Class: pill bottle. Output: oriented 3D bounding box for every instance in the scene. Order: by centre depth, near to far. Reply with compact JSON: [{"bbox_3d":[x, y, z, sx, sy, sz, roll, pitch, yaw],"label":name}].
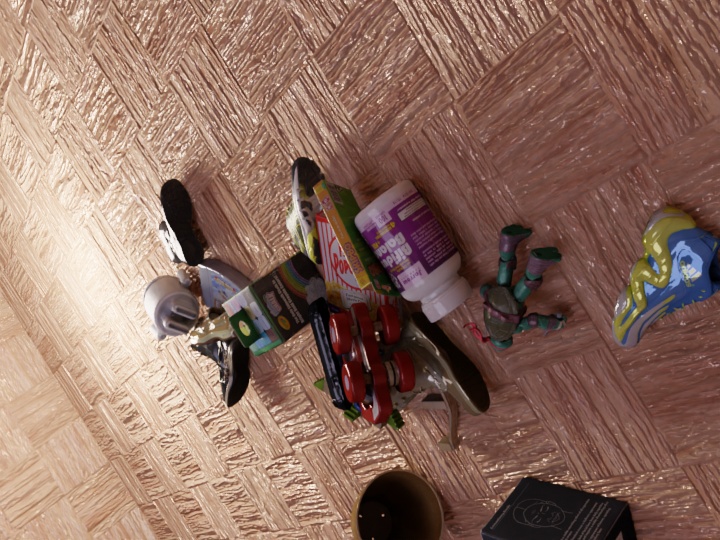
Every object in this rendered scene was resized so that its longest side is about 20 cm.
[{"bbox_3d":[0.086,-0.027,1.156,0.202,0.111,0.112,55,142,1],"label":"pill bottle"}]

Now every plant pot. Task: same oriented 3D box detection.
[{"bbox_3d":[0.050,0.516,1.542,0.188,0.185,0.200,51,154,5],"label":"plant pot"}]

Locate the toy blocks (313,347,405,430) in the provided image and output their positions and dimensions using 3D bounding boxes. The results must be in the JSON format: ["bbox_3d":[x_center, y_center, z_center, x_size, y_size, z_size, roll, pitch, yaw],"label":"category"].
[{"bbox_3d":[0.005,0.199,1.432,0.197,0.099,0.140,27,122,31],"label":"toy blocks"}]

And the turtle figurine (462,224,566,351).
[{"bbox_3d":[0.222,0.047,1.080,0.148,0.100,0.204,29,129,30],"label":"turtle figurine"}]

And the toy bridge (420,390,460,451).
[{"bbox_3d":[0.140,0.237,1.351,0.066,0.027,0.204,-12,106,49],"label":"toy bridge"}]

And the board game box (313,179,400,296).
[{"bbox_3d":[-0.004,-0.045,1.177,0.030,0.095,0.203,-35,70,21],"label":"board game box"}]

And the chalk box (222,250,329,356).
[{"bbox_3d":[-0.169,0.073,1.428,0.123,0.199,0.127,-28,96,51],"label":"chalk box"}]

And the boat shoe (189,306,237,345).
[{"bbox_3d":[-0.324,0.119,1.689,0.197,0.071,0.078,-15,94,41],"label":"boat shoe"}]

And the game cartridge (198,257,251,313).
[{"bbox_3d":[-0.288,0.057,1.679,0.197,0.041,0.136,29,139,30],"label":"game cartridge"}]

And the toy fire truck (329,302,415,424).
[{"bbox_3d":[0.010,0.161,1.269,0.169,0.109,0.205,109,148,-61],"label":"toy fire truck"}]

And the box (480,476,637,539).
[{"bbox_3d":[0.318,0.437,1.203,0.197,0.147,0.110,2,118,46],"label":"box"}]

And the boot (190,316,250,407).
[{"bbox_3d":[-0.341,0.218,1.816,0.149,0.073,0.204,30,131,28],"label":"boot"}]

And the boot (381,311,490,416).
[{"bbox_3d":[0.115,0.194,1.279,0.201,0.071,0.156,49,123,17],"label":"boot"}]

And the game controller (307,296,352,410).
[{"bbox_3d":[-0.049,0.149,1.355,0.041,0.104,0.206,-15,90,12],"label":"game controller"}]

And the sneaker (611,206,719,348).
[{"bbox_3d":[0.376,0.028,0.913,0.104,0.075,0.204,28,133,30],"label":"sneaker"}]

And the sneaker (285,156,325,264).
[{"bbox_3d":[-0.104,-0.106,1.334,0.083,0.074,0.205,19,129,37],"label":"sneaker"}]

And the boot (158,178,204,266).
[{"bbox_3d":[-0.424,-0.105,1.689,0.130,0.069,0.206,11,116,54],"label":"boot"}]

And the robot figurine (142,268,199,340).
[{"bbox_3d":[-0.452,0.082,1.786,0.112,0.172,0.199,29,-177,-36],"label":"robot figurine"}]

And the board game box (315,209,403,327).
[{"bbox_3d":[0.000,0.000,1.318,0.149,0.046,0.205,19,129,37],"label":"board game box"}]
